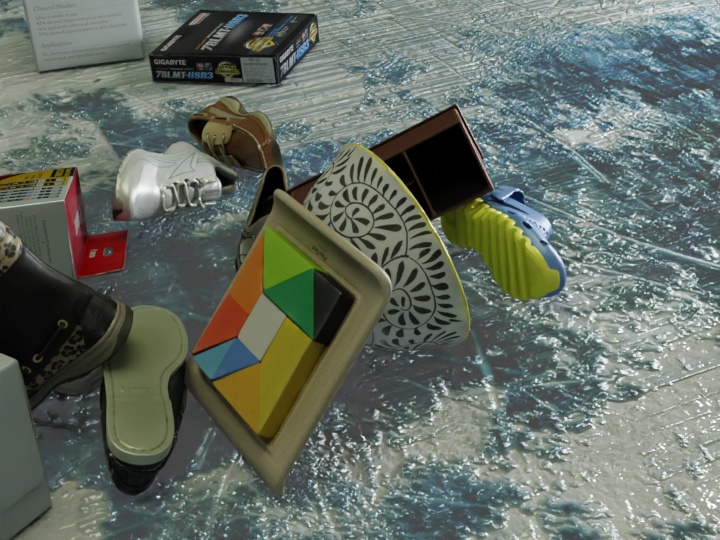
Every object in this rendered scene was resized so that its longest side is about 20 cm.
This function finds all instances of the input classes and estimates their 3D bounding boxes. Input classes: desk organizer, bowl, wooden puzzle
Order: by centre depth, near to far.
[{"bbox_3d":[-0.071,0.052,0.968,0.037,0.200,0.185,18,13,-39],"label":"wooden puzzle"},{"bbox_3d":[0.000,0.000,1.049,0.094,0.201,0.201,-32,37,-13],"label":"bowl"},{"bbox_3d":[0.030,-0.082,1.224,0.200,0.072,0.077,-26,31,9],"label":"desk organizer"}]

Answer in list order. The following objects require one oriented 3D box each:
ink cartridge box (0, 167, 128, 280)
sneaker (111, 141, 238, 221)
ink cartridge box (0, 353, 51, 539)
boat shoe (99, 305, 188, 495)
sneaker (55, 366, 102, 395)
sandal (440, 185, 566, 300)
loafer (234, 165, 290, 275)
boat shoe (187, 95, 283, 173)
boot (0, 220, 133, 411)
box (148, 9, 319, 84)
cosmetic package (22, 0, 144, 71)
[{"bbox_3d":[-0.331,-0.046,1.221,0.175,0.084,0.200,-8,15,-8],"label":"ink cartridge box"},{"bbox_3d":[-0.205,-0.097,1.332,0.087,0.075,0.200,17,25,18],"label":"sneaker"},{"bbox_3d":[-0.361,0.132,0.904,0.199,0.145,0.145,16,35,29],"label":"ink cartridge box"},{"bbox_3d":[-0.182,0.108,1.004,0.074,0.066,0.200,4,34,-15],"label":"boat shoe"},{"bbox_3d":[-0.307,0.050,1.102,0.199,0.080,0.078,10,32,25],"label":"sneaker"},{"bbox_3d":[0.156,-0.038,1.205,0.087,0.080,0.200,-10,32,-19],"label":"sandal"},{"bbox_3d":[-0.097,-0.043,1.252,0.072,0.063,0.200,-4,30,1],"label":"loafer"},{"bbox_3d":[-0.154,-0.154,1.451,0.074,0.076,0.200,-21,26,-18],"label":"boat shoe"},{"bbox_3d":[-0.304,0.047,0.976,0.200,0.151,0.073,-27,38,23],"label":"boot"},{"bbox_3d":[-0.183,-0.333,1.776,0.198,0.050,0.200,6,31,15],"label":"box"},{"bbox_3d":[-0.427,-0.432,1.821,0.167,0.201,0.166,-8,30,-9],"label":"cosmetic package"}]
